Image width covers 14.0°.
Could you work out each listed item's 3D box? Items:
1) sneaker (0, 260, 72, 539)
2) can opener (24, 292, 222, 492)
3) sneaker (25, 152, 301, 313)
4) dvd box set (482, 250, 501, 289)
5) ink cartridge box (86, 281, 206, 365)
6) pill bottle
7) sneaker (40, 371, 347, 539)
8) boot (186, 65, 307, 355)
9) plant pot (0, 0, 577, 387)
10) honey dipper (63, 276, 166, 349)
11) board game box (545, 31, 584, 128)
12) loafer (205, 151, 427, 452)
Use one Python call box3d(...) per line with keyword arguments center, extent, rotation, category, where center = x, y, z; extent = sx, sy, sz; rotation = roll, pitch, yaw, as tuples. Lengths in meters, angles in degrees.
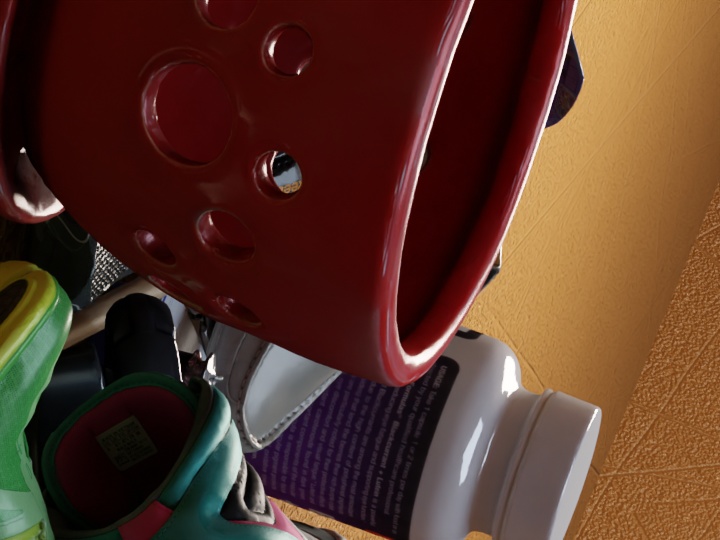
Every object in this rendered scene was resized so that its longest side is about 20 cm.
box3d(center=(-0.138, 0.088, 1.011), extent=(0.074, 0.083, 0.201), rotation=(47, -60, 56), category="sneaker")
box3d(center=(-0.092, 0.088, 1.181), extent=(0.201, 0.078, 0.064), rotation=(90, -3, -49), category="can opener")
box3d(center=(-0.066, -0.044, 1.170), extent=(0.200, 0.086, 0.081), rotation=(-55, 159, -53), category="sneaker")
box3d(center=(0.039, -0.063, 1.526), extent=(0.146, 0.029, 0.201), rotation=(132, -33, -59), category="dvd box set")
box3d(center=(-0.103, 0.071, 1.307), extent=(0.200, 0.039, 0.100), rotation=(81, 29, -70), category="ink cartridge box")
box3d(center=(0.013, 0.074, 1.449), extent=(0.111, 0.199, 0.112), rotation=(19, 90, -78), category="pill bottle")
box3d(center=(-0.063, 0.094, 1.084), extent=(0.083, 0.121, 0.200), rotation=(-38, -176, 0), category="sneaker")
box3d(center=(-0.037, -0.050, 1.332), extent=(0.147, 0.070, 0.201), rotation=(-55, 144, -34), category="boot")
box3d(center=(-0.034, -0.081, 1.016), extent=(0.200, 0.181, 0.202), rotation=(19, 90, -79), category="plant pot")
box3d(center=(-0.085, 0.007, 1.184), extent=(0.200, 0.038, 0.038), rotation=(-28, 138, -50), category="honey dipper")
box3d(center=(0.027, -0.149, 1.314), extent=(0.039, 0.158, 0.201), rotation=(-25, 111, -22), category="board game box")
box3d(center=(0.000, 0.000, 1.296), extent=(0.201, 0.069, 0.070), rotation=(-56, 147, -22), category="loafer")
